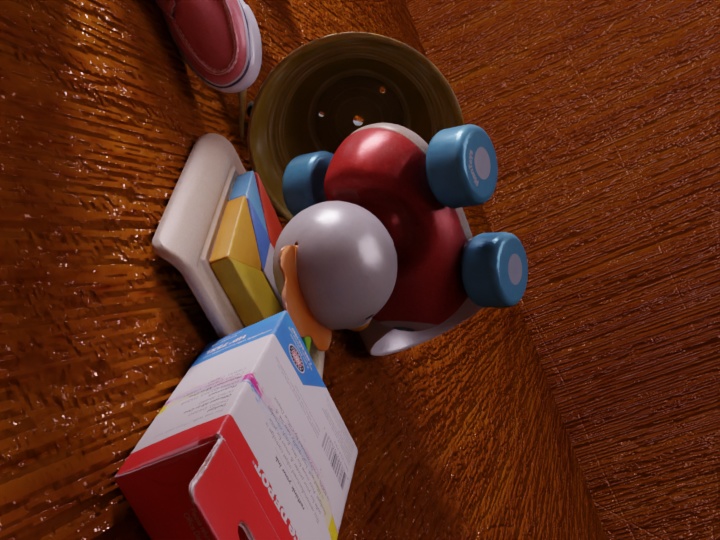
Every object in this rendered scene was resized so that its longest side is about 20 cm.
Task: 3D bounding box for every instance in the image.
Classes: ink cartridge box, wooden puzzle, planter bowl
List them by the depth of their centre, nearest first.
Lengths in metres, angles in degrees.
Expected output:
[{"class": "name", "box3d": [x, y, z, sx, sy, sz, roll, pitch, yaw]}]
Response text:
[{"class": "ink cartridge box", "box3d": [-0.065, 0.120, 0.472, 0.117, 0.067, 0.200, 64, 15, -14]}, {"class": "wooden puzzle", "box3d": [-0.077, 0.009, 0.644, 0.186, 0.037, 0.201, -87, 152, -57]}, {"class": "planter bowl", "box3d": [-0.003, -0.131, 0.784, 0.084, 0.199, 0.202, -88, 153, -63]}]

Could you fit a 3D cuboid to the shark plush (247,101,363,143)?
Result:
[{"class": "shark plush", "box3d": [-0.074, -0.142, 0.876, 0.083, 0.091, 0.199, 47, 27, 13]}]

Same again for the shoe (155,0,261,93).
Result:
[{"class": "shoe", "box3d": [-0.151, -0.239, 0.665, 0.202, 0.071, 0.091, 65, 16, 7]}]

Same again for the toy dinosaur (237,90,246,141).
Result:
[{"class": "toy dinosaur", "box3d": [-0.124, -0.231, 0.762, 0.101, 0.058, 0.202, 38, 34, -65]}]

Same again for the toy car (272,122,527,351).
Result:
[{"class": "toy car", "box3d": [0.000, 0.000, 0.648, 0.200, 0.183, 0.178, -46, 123, -43]}]

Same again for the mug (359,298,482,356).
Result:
[{"class": "mug", "box3d": [0.021, -0.018, 0.868, 0.199, 0.147, 0.177, -8, 66, -44]}]

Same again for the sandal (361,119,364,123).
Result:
[{"class": "sandal", "box3d": [0.016, -0.141, 0.979, 0.200, 0.045, 0.076, 144, -60, -66]}]
